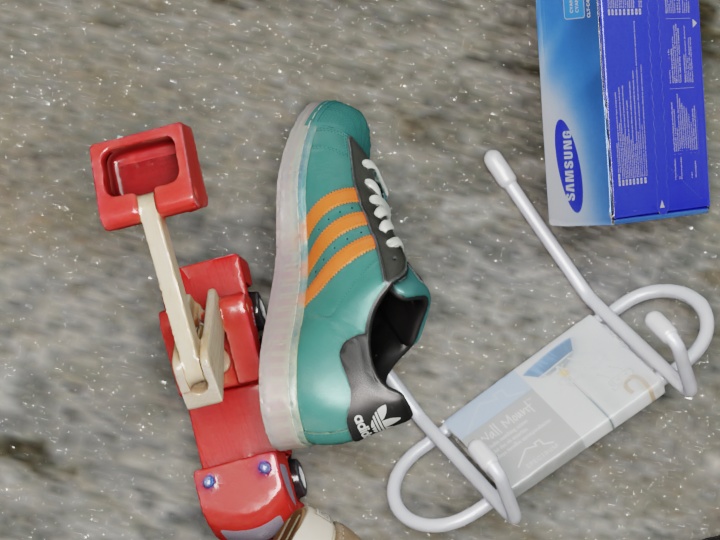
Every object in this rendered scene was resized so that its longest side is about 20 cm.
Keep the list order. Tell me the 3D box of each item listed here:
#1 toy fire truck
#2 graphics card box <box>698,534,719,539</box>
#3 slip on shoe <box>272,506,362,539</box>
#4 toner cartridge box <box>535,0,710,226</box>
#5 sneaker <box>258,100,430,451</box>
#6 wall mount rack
[{"bbox_3d":[-0.078,0.036,1.351,0.049,0.141,0.201,-14,81,6],"label":"toy fire truck"},{"bbox_3d":[0.223,0.224,1.357,0.051,0.125,0.201,-4,77,-49],"label":"graphics card box"},{"bbox_3d":[-0.054,0.213,1.319,0.060,0.076,0.200,34,71,-9],"label":"slip on shoe"},{"bbox_3d":[0.134,-0.126,1.403,0.095,0.043,0.201,-7,94,-49],"label":"toner cartridge box"},{"bbox_3d":[0.000,0.000,1.378,0.080,0.071,0.201,-5,59,15],"label":"sneaker"},{"bbox_3d":[0.076,0.036,1.406,0.200,0.075,0.174,-35,46,-10],"label":"wall mount rack"}]
